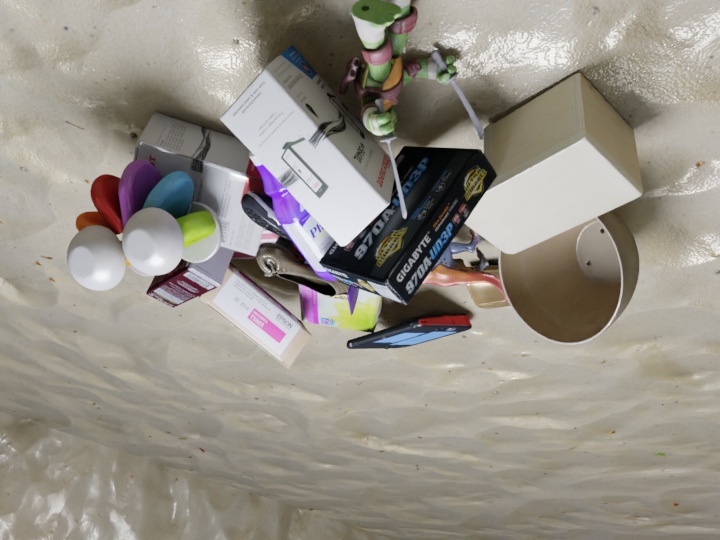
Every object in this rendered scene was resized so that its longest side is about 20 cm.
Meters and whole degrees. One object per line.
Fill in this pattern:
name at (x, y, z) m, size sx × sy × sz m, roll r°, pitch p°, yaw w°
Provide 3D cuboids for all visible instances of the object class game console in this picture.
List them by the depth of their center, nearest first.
game console at (0.095, 0.121, 1.371) m, size 0.198 × 0.032 × 0.175 m, roll -22°, pitch 166°, yaw 41°

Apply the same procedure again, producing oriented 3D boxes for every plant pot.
plant pot at (0.313, -0.013, 1.026) m, size 0.133 × 0.204 × 0.199 m, roll -16°, pitch 170°, yaw -40°

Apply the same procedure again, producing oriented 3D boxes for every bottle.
bottle at (-0.070, -0.083, 0.943) m, size 0.065 × 0.084 × 0.202 m, roll 5°, pitch 137°, yaw 52°

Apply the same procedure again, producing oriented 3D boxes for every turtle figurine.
turtle figurine at (0.059, -0.211, 0.795) m, size 0.141 × 0.202 × 0.196 m, roll -23°, pitch 146°, yaw -10°

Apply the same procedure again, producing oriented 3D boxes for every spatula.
spatula at (0.000, 0.000, 1.125) m, size 0.020 × 0.057 × 0.201 m, roll 17°, pitch 147°, yaw 0°

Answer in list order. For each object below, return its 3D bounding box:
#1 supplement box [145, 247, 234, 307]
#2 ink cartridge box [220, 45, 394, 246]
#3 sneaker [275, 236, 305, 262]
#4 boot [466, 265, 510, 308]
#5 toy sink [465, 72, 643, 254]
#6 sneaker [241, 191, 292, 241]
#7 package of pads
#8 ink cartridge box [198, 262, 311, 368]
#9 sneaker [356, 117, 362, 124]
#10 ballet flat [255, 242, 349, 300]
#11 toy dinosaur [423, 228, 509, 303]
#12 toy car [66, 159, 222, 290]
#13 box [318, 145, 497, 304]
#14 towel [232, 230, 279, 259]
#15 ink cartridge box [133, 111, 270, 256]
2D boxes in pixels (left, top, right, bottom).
supplement box at (-0.277, -0.014, 1.197) m, size 0.060 × 0.111 × 0.198 m, roll 31°, pitch 152°, yaw -27°
ink cartridge box at (-0.051, -0.149, 0.851) m, size 0.084 × 0.147 × 0.200 m, roll -39°, pitch 105°, yaw 22°
sneaker at (-0.077, -0.073, 1.134) m, size 0.198 × 0.072 × 0.097 m, roll -21°, pitch 138°, yaw 39°
boot at (0.296, 0.042, 1.221) m, size 0.196 × 0.067 × 0.177 m, roll -8°, pitch 132°, yaw 28°
toy sink at (0.227, -0.128, 0.906) m, size 0.129 × 0.114 × 0.198 m, roll 30°, pitch 140°, yaw -32°
sneaker at (-0.077, -0.080, 1.021) m, size 0.198 × 0.085 × 0.071 m, roll 26°, pitch 173°, yaw -35°
package of pads at (-0.033, 0.037, 1.307) m, size 0.150 × 0.070 × 0.201 m, roll 9°, pitch 150°, yaw 4°
ink cartridge box at (-0.188, 0.072, 1.284) m, size 0.199 × 0.076 × 0.165 m, roll 41°, pitch 176°, yaw -12°
sneaker at (-0.013, -0.138, 0.978) m, size 0.199 × 0.077 × 0.105 m, roll 37°, pitch 135°, yaw -19°
ballet flat at (-0.086, 0.013, 1.163) m, size 0.067 × 0.047 × 0.198 m, roll -20°, pitch 144°, yaw 41°
toy dinosaur at (0.104, -0.009, 1.118) m, size 0.178 × 0.201 × 0.106 m, roll -25°, pitch 129°, yaw -2°
toy car at (-0.291, -0.068, 0.967) m, size 0.195 × 0.154 × 0.175 m, roll -14°, pitch -175°, yaw 18°
box at (0.056, -0.063, 0.892) m, size 0.046 × 0.202 × 0.158 m, roll 44°, pitch 165°, yaw -31°
towel at (-0.202, -0.081, 1.207) m, size 0.142 × 0.031 × 0.201 m, roll 0°, pitch 148°, yaw 14°
ink cartridge box at (-0.225, -0.124, 1.053) m, size 0.195 × 0.084 × 0.148 m, roll 17°, pitch 133°, yaw -10°
